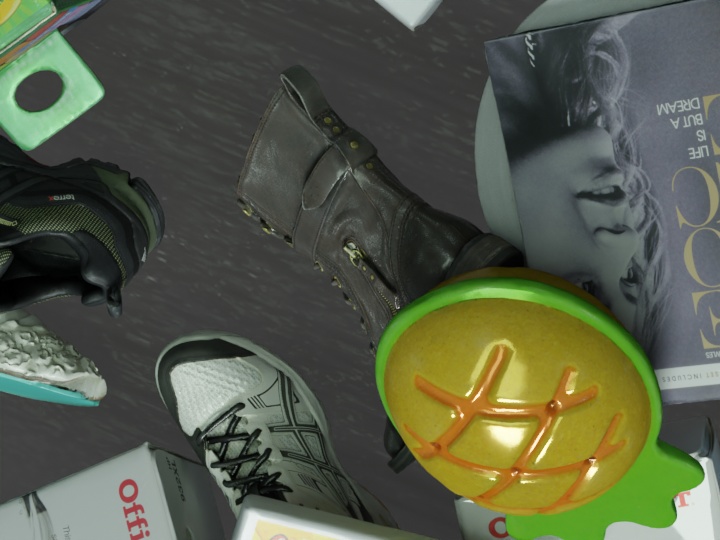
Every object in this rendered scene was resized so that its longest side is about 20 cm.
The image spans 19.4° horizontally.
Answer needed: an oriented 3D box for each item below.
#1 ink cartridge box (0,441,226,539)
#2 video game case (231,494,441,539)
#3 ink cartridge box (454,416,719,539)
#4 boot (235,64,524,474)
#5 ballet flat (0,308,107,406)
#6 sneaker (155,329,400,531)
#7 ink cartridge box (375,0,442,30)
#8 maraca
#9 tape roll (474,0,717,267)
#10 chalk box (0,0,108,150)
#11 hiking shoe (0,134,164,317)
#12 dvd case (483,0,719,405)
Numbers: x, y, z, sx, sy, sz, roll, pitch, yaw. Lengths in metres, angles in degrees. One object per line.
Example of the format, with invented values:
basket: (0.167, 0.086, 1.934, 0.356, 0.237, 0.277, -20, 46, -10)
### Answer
ink cartridge box: (-0.171, 0.206, 1.212, 0.199, 0.084, 0.146, -23, 70, 15)
video game case: (0.009, 0.226, 1.127, 0.198, 0.023, 0.183, 15, 107, -9)
ink cartridge box: (0.147, 0.195, 1.174, 0.145, 0.083, 0.202, -11, 100, 13)
boot: (0.000, 0.000, 1.166, 0.174, 0.069, 0.201, 37, 137, 21)
ballet flat: (-0.242, 0.033, 1.225, 0.198, 0.072, 0.072, 8, 103, 9)
sneaker: (-0.046, 0.119, 1.193, 0.076, 0.088, 0.200, -41, 91, 18)
ink cartridge box: (0.014, -0.268, 1.121, 0.199, 0.041, 0.200, 39, 106, 1)
maraca: (0.090, 0.075, 1.056, 0.136, 0.108, 0.200, -19, 129, 28)
tape roll: (0.162, -0.060, 1.097, 0.199, 0.066, 0.202, 8, 106, 29)
chalk box: (-0.221, -0.161, 1.146, 0.124, 0.124, 0.201, -33, 94, 16)
hiking shoe: (-0.215, -0.026, 1.178, 0.198, 0.101, 0.076, 8, 127, 9)
dvd case: (0.148, -0.031, 1.064, 0.148, 0.016, 0.202, -8, 99, 31)
